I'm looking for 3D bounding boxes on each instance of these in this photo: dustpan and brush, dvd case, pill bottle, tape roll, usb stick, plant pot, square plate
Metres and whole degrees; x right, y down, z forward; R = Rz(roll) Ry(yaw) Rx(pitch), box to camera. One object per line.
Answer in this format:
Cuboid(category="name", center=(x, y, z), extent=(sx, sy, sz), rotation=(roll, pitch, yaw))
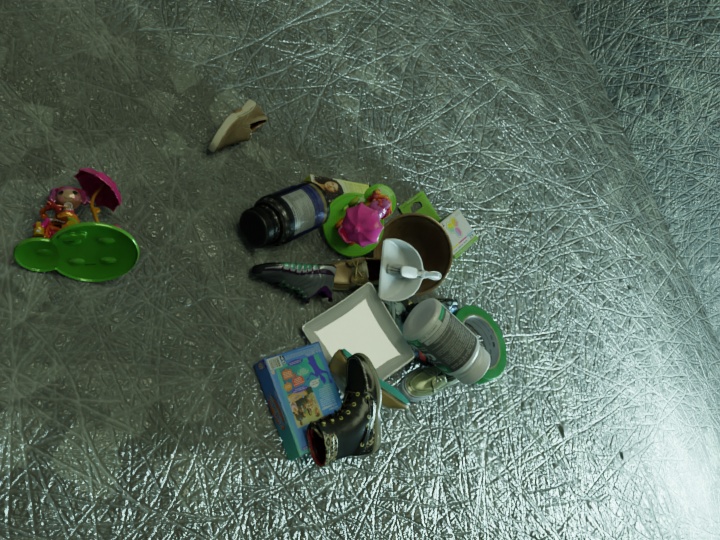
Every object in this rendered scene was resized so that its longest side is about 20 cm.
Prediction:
Cuboid(category="dustpan and brush", center=(0.122, 0.005, 1.585), extent=(0.199, 0.057, 0.142), rotation=(8, 87, -56))
Cuboid(category="dvd case", center=(0.110, 0.137, 1.638), extent=(0.199, 0.022, 0.148), rotation=(31, 48, -40))
Cuboid(category="pill bottle", center=(-0.167, -0.120, 1.493), extent=(0.199, 0.111, 0.113), rotation=(-30, 87, -46))
Cuboid(category="pill bottle", center=(0.200, 0.166, 1.552), extent=(0.200, 0.113, 0.114), rotation=(42, 45, -20))
Cuboid(category="tape roll", center=(0.300, 0.194, 1.779), extent=(0.199, 0.048, 0.203), rotation=(22, 53, -32))
Cuboid(category="usb stick", center=(0.010, 0.160, 1.547), extent=(0.201, 0.032, 0.056), rotation=(51, 36, -8))
Cuboid(category="plant pot", center=(0.128, -0.042, 1.696), extent=(0.202, 0.200, 0.093), rotation=(53, 2, -4))
Cuboid(category="square plate", center=(-0.004, 0.160, 1.498), extent=(0.197, 0.028, 0.201), rotation=(-32, 90, -24))

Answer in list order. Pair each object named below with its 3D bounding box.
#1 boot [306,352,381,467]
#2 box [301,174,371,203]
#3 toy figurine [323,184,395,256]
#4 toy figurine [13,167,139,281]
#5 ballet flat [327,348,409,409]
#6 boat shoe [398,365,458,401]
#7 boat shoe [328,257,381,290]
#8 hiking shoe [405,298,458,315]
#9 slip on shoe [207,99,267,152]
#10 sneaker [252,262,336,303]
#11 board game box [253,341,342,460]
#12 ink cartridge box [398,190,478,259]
Cuboid(category="boot", center=(-0.033, 0.274, 1.331), extent=(0.152, 0.073, 0.207), rotation=(-6, 90, -44))
Cuboid(category="box", center=(-0.051, -0.182, 1.678), extent=(0.198, 0.050, 0.076), rotation=(3, 64, -42))
Cuboid(category="toy figurine", center=(0.019, -0.119, 1.538), extent=(0.199, 0.184, 0.151), rotation=(-40, 100, -6))
Cuboid(category="toy figurine", center=(-0.497, -0.096, 1.198), extent=(0.197, 0.151, 0.186), rotation=(-4, 52, -17))
Cuboid(category="ballet flat", center=(0.014, 0.245, 1.446), extent=(0.199, 0.063, 0.069), rotation=(40, 6, -7))
Cuboid(category="boat shoe", center=(0.176, 0.253, 1.612), extent=(0.198, 0.062, 0.073), rotation=(-14, 68, -40))
Cuboid(category="boat shoe", center=(0.000, 0.000, 1.582), extent=(0.198, 0.066, 0.075), rotation=(-7, 74, -27))
Cuboid(category="hiking shoe", center=(0.177, 0.116, 1.672), extent=(0.199, 0.074, 0.088), rotation=(-8, 95, -50))
Cuboid(category="slip on shoe", center=(-0.276, -0.319, 1.541), extent=(0.060, 0.076, 0.201), rotation=(39, 38, -9))
Cuboid(category="sneaker", center=(-0.139, 0.028, 1.467), extent=(0.198, 0.074, 0.089), rotation=(2, 88, -31))
Cuboid(category="board game box", center=(-0.113, 0.259, 1.370), extent=(0.151, 0.045, 0.202), rotation=(-11, 75, -45))
Cuboid(category="ink cartridge box", center=(0.214, -0.129, 1.868), extent=(0.201, 0.075, 0.148), rotation=(56, 43, -3))
